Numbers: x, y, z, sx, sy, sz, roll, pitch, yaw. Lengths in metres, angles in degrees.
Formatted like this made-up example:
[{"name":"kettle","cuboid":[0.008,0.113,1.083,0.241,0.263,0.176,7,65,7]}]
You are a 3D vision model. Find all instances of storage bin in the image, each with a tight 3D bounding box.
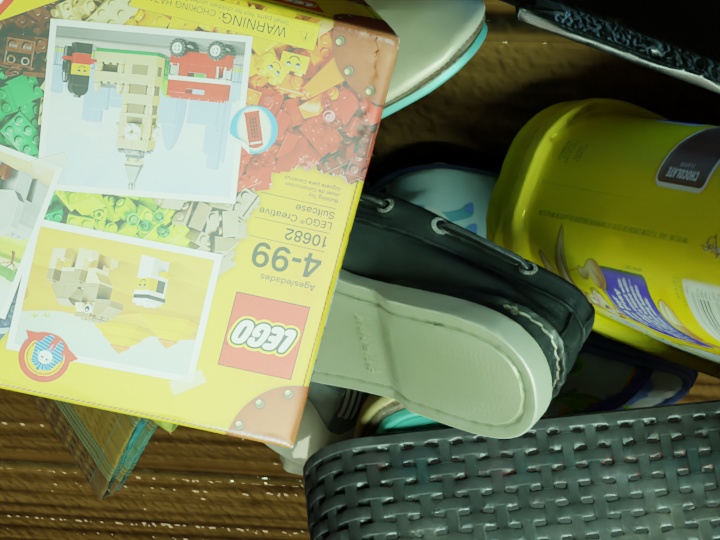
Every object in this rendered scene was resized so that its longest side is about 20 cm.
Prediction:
[{"name":"storage bin","cuboid":[0.082,0.125,1.083,0.199,0.094,0.135,-6,150,-1]}]

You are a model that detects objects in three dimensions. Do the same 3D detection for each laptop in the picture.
[{"name":"laptop","cuboid":[0.117,-0.063,0.906,0.176,0.200,0.104,19,123,-7]}]

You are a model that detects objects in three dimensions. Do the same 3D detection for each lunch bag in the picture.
[{"name":"lunch bag","cuboid":[0.049,0.029,1.231,0.160,0.083,0.200,17,156,-23]}]

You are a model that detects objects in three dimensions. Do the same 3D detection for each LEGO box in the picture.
[{"name":"LEGO box","cuboid":[-0.104,-0.038,0.951,0.199,0.150,0.077,12,-168,-13]}]

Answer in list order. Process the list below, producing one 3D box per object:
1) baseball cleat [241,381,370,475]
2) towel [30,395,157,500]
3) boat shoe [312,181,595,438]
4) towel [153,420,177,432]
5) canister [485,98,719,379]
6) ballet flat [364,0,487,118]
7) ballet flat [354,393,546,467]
[{"name":"baseball cleat","cuboid":[-0.035,0.001,1.165,0.069,0.107,0.200,13,-158,-35]},{"name":"towel","cuboid":[-0.130,0.012,1.221,0.022,0.147,0.200,-30,169,-22]},{"name":"boat shoe","cuboid":[0.000,-0.002,1.047,0.199,0.066,0.075,18,132,34]},{"name":"towel","cuboid":[-0.151,-0.016,1.083,0.199,0.023,0.144,27,150,8]},{"name":"canister","cuboid":[0.154,-0.002,1.026,0.148,0.087,0.200,22,178,-24]},{"name":"ballet flat","cuboid":[-0.037,-0.079,1.055,0.069,0.070,0.200,25,152,-32]},{"name":"ballet flat","cuboid":[0.048,0.070,1.137,0.068,0.063,0.200,-19,148,16]}]
